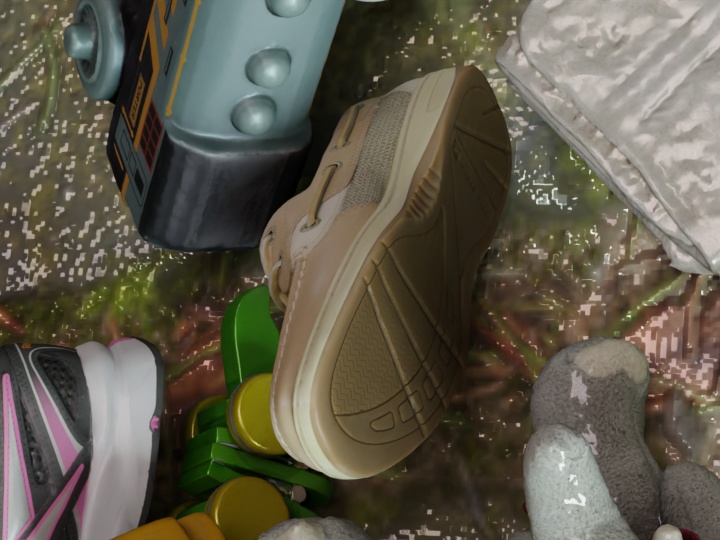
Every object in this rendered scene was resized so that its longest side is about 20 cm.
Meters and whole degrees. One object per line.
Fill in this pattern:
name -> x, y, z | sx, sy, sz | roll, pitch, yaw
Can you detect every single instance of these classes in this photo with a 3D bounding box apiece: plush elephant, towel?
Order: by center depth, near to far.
plush elephant -> 0.073, 0.115, 0.736 | 0.164, 0.155, 0.201 | -22, 74, -16
towel -> 0.158, -0.101, 0.855 | 0.200, 0.034, 0.133 | -41, 67, 1

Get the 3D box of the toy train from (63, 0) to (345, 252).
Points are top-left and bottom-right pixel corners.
toy train -> -0.047, -0.102, 0.848 | 0.085, 0.201, 0.114 | -2, 45, -26

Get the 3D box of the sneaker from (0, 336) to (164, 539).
sneaker -> -0.126, 0.121, 0.833 | 0.086, 0.080, 0.201 | 7, 80, -13

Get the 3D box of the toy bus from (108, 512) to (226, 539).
toy bus -> -0.035, 0.172, 0.739 | 0.065, 0.078, 0.201 | -20, 70, -17

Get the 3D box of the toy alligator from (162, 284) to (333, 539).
toy alligator -> -0.041, 0.105, 0.843 | 0.054, 0.059, 0.201 | 19, 68, -21

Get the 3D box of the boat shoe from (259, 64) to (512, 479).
boat shoe -> 0.000, 0.000, 0.823 | 0.065, 0.072, 0.200 | -8, 36, 25
